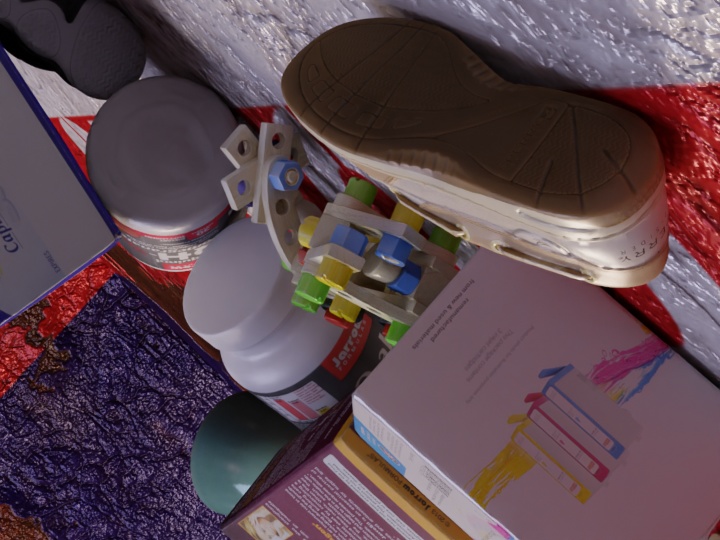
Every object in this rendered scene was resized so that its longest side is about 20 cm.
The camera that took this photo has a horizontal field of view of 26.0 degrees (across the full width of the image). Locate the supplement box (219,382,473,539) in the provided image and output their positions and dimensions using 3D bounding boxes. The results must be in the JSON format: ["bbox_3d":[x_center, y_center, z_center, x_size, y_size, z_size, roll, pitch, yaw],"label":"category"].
[{"bbox_3d":[0.002,0.153,1.059,0.110,0.086,0.200,42,142,-4],"label":"supplement box"}]

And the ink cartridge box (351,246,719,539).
[{"bbox_3d":[0.108,0.094,0.808,0.200,0.125,0.129,41,170,8],"label":"ink cartridge box"}]

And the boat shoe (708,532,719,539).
[{"bbox_3d":[0.236,0.224,1.025,0.072,0.065,0.200,40,169,13],"label":"boat shoe"}]

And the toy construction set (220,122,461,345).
[{"bbox_3d":[-0.016,-0.015,0.928,0.131,0.093,0.200,30,-176,-36],"label":"toy construction set"}]

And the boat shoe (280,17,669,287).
[{"bbox_3d":[0.044,-0.044,0.638,0.199,0.074,0.069,32,160,43],"label":"boat shoe"}]

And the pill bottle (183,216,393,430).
[{"bbox_3d":[-0.031,0.053,1.133,0.200,0.116,0.116,40,173,-40],"label":"pill bottle"}]

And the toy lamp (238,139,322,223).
[{"bbox_3d":[0.000,0.000,1.031,0.200,0.058,0.058,41,170,7],"label":"toy lamp"}]

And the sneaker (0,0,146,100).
[{"bbox_3d":[-0.242,-0.197,1.079,0.200,0.076,0.113,46,167,-30],"label":"sneaker"}]

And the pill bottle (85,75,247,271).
[{"bbox_3d":[-0.138,-0.061,1.148,0.111,0.111,0.200,41,170,5],"label":"pill bottle"}]

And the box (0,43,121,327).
[{"bbox_3d":[-0.251,-0.067,1.050,0.185,0.104,0.200,57,172,-7],"label":"box"}]

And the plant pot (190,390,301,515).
[{"bbox_3d":[-0.140,0.304,2.433,0.160,0.201,0.201,13,151,47],"label":"plant pot"}]
